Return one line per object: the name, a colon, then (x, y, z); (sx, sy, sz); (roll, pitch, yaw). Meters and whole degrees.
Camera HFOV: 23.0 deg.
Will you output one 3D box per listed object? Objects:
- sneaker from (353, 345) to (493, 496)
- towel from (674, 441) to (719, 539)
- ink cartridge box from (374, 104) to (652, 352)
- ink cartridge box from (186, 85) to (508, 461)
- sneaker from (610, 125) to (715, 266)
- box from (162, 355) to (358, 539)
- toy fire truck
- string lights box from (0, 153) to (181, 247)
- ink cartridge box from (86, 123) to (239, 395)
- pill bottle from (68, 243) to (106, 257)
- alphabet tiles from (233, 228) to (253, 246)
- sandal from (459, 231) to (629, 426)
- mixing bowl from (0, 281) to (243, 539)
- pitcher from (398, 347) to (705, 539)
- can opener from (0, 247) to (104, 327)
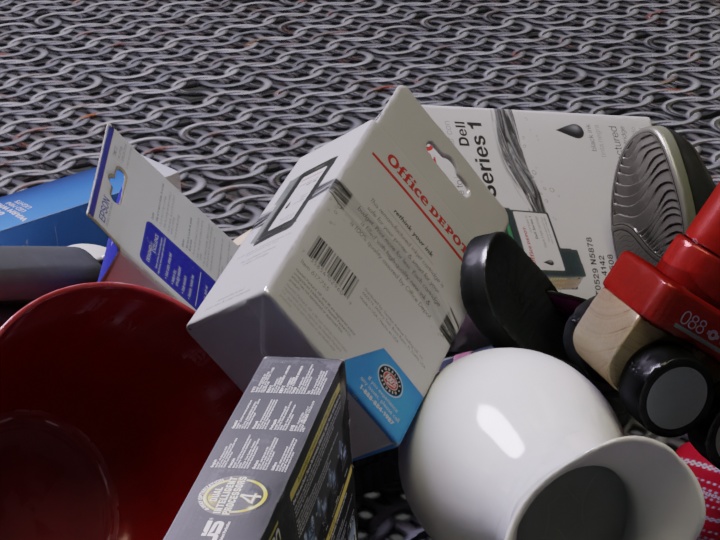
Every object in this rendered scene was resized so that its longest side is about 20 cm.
sneaker: (0.042, 0.075, 1.098); (0.200, 0.070, 0.082); (-14, 29, -27)
towel: (0.204, 0.156, 0.963); (0.145, 0.022, 0.200); (11, 28, 30)
ink cartridge box: (0.101, -0.026, 1.164); (0.200, 0.084, 0.146); (0, 66, -24)
ink cartridge box: (0.000, 0.000, 0.995); (0.068, 0.116, 0.200); (-24, 24, 40)
sneaker: (0.231, 0.002, 1.123); (0.106, 0.200, 0.075); (-11, -5, -32)
box: (-0.041, 0.155, 0.824); (0.049, 0.161, 0.200); (3, 26, 12)
toy fire truck: (0.228, 0.004, 0.972); (0.176, 0.200, 0.129); (29, 9, -25)
string lights box: (-0.221, -0.004, 1.258); (0.200, 0.103, 0.059); (-21, 31, -35)
ink cartridge box: (-0.092, 0.014, 1.009); (0.039, 0.200, 0.099); (-33, 27, 22)
pill bottle: (-0.199, 0.060, 1.105); (0.112, 0.112, 0.200); (3, 26, 12)
alphabet tiles: (-0.032, -0.035, 1.303); (0.196, 0.015, 0.200); (-33, 11, -14)
sandal: (0.125, 0.044, 1.049); (0.048, 0.200, 0.075); (-10, 59, 31)
mixing bowl: (-0.146, 0.115, 0.928); (0.200, 0.200, 0.108); (-29, 4, -43)
pitcher: (0.075, 0.131, 0.930); (0.172, 0.121, 0.200); (-48, 18, 1)
can opener: (-0.162, 0.017, 0.994); (0.066, 0.053, 0.200); (43, 18, 26)
